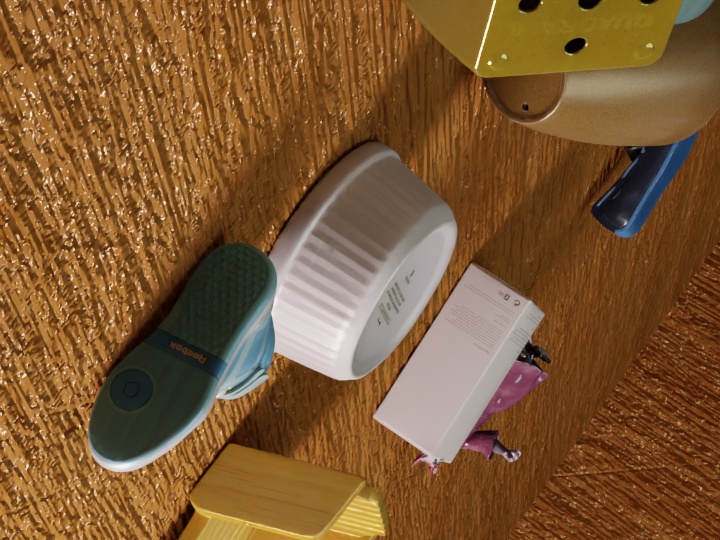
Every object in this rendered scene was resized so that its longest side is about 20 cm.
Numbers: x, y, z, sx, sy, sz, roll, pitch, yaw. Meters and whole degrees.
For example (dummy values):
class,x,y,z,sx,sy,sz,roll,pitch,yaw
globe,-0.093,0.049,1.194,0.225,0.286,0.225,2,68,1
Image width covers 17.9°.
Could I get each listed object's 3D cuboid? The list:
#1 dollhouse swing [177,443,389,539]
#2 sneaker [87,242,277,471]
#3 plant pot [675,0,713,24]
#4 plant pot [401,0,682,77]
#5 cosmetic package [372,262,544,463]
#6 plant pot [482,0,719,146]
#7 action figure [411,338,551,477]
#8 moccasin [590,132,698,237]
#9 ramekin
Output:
class,x,y,z,sx,sy,sz,roll,pitch,yaw
dollhouse swing,-0.086,0.276,2.093,0.200,0.181,0.176,80,25,-69
sneaker,-0.126,0.086,1.732,0.200,0.079,0.131,-51,163,-18
plant pot,0.277,-0.330,1.971,0.200,0.200,0.196,-44,169,-39
plant pot,0.126,-0.239,1.505,0.199,0.177,0.200,-6,142,-17
cosmetic package,0.109,0.103,2.485,0.200,0.085,0.108,-56,164,-2
plant pot,0.206,-0.190,2.067,0.200,0.186,0.187,-17,139,-49
action figure,0.122,0.152,2.670,0.200,0.134,0.149,-48,-150,13
moccasin,0.349,-0.138,2.793,0.200,0.068,0.081,-55,157,-13
ramekin,0.000,0.000,1.918,0.203,0.094,0.203,-52,164,-21
